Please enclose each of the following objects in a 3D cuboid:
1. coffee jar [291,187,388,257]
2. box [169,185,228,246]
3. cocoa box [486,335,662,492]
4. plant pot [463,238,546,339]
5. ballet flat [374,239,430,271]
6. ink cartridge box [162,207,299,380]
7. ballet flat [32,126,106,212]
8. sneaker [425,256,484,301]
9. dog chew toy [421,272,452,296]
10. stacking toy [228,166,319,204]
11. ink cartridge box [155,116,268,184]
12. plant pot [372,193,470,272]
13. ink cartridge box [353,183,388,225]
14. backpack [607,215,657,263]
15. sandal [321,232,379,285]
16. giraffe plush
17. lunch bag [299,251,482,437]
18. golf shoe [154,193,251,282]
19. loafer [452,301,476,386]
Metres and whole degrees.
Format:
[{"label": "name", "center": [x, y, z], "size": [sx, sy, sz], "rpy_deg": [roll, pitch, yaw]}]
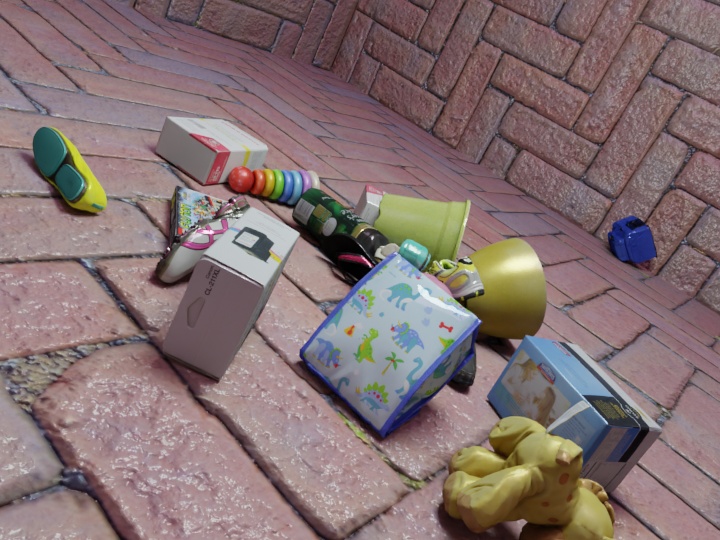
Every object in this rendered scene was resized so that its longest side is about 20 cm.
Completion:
[{"label": "coffee jar", "center": [-0.038, -0.081, 1.257], "size": [0.199, 0.086, 0.104], "rpy_deg": [38, 10, 23]}, {"label": "box", "center": [-0.265, -0.075, 1.055], "size": [0.109, 0.035, 0.201], "rpy_deg": [17, 24, -25]}, {"label": "cocoa box", "center": [0.315, 0.215, 0.945], "size": [0.130, 0.134, 0.200], "rpy_deg": [12, 26, -31]}, {"label": "plant pot", "center": [0.248, 0.043, 1.219], "size": [0.140, 0.202, 0.200], "rpy_deg": [-6, 32, -17]}, {"label": "ballet flat", "center": [0.064, -0.023, 1.164], "size": [0.070, 0.068, 0.200], "rpy_deg": [33, -16, -10]}, {"label": "ink cartridge box", "center": [-0.161, 0.023, 0.806], "size": [0.082, 0.147, 0.200], "rpy_deg": [27, 22, -4]}, {"label": "ballet flat", "center": [-0.460, -0.155, 0.990], "size": [0.200, 0.067, 0.067], "rpy_deg": [45, 7, 32]}, {"label": "sneaker", "center": [0.149, 0.019, 1.160], "size": [0.075, 0.077, 0.199], "rpy_deg": [-11, 0, -39]}, {"label": "dog chew toy", "center": [0.106, 0.068, 1.040], "size": [0.123, 0.125, 0.200], "rpy_deg": [24, 24, -8]}, {"label": "stacking toy", "center": [-0.192, -0.187, 1.350], "size": [0.198, 0.086, 0.086], "rpy_deg": [5, 30, -32]}, {"label": "ink cartridge box", "center": [-0.315, -0.260, 1.346], "size": [0.144, 0.084, 0.200], "rpy_deg": [33, 22, 14]}, {"label": "plant pot", "center": [0.119, -0.078, 1.332], "size": [0.182, 0.202, 0.201], "rpy_deg": [17, 21, 5]}, {"label": "ink cartridge box", "center": [0.087, -0.113, 1.484], "size": [0.198, 0.083, 0.147], "rpy_deg": [23, 22, -10]}, {"label": "backpack", "center": [1.138, -0.140, 2.638], "size": [0.166, 0.164, 0.200], "rpy_deg": [-14, 23, 11]}, {"label": "sandal", "center": [0.000, 0.000, 1.154], "size": [0.200, 0.076, 0.045], "rpy_deg": [39, 43, 19]}, {"label": "giraffe plush", "center": [0.214, 0.268, 0.714], "size": [0.163, 0.199, 0.173], "rpy_deg": [56, 18, -4]}, {"label": "lunch bag", "center": [0.040, 0.106, 0.859], "size": [0.170, 0.128, 0.200], "rpy_deg": [38, 63, 25]}, {"label": "golf shoe", "center": [-0.215, -0.035, 0.929], "size": [0.092, 0.073, 0.200], "rpy_deg": [48, 50, -3]}, {"label": "loafer", "center": [0.165, 0.119, 1.068], "size": [0.072, 0.073, 0.201], "rpy_deg": [22, 23, -15]}]
